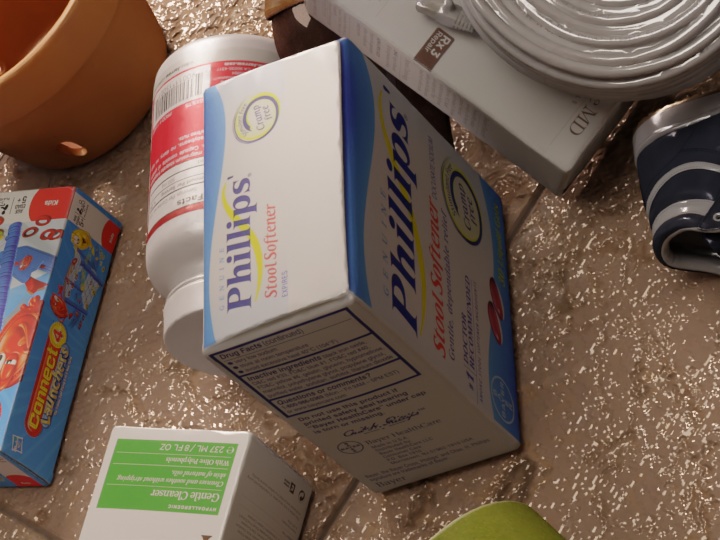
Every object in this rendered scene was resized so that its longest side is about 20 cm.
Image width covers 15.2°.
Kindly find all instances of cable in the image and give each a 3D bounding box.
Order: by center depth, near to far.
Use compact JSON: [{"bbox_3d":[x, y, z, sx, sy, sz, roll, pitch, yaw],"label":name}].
[{"bbox_3d":[0.147,-0.198,1.549,0.200,0.069,0.200,31,90,11],"label":"cable"}]

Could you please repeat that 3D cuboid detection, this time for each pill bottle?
[{"bbox_3d":[-0.079,-0.040,1.704,0.112,0.112,0.200,-17,54,25],"label":"pill bottle"}]

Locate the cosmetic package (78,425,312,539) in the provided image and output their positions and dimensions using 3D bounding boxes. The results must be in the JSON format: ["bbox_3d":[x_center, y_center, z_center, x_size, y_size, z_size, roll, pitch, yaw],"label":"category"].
[{"bbox_3d":[-0.112,0.200,1.594,0.108,0.085,0.200,-1,61,30],"label":"cosmetic package"}]

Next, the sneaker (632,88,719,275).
[{"bbox_3d":[0.247,-0.064,1.529,0.200,0.070,0.109,-23,47,29],"label":"sneaker"}]

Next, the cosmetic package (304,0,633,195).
[{"bbox_3d":[0.072,-0.146,1.629,0.200,0.074,0.102,35,81,7],"label":"cosmetic package"}]

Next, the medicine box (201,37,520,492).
[{"bbox_3d":[0.000,0.000,1.566,0.103,0.200,0.182,-19,54,23],"label":"medicine box"}]

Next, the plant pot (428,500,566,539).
[{"bbox_3d":[0.107,0.248,1.372,0.200,0.187,0.187,33,83,30],"label":"plant pot"}]

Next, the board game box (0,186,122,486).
[{"bbox_3d":[-0.277,0.047,1.819,0.200,0.056,0.196,-4,60,32],"label":"board game box"}]

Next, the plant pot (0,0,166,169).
[{"bbox_3d":[-0.226,-0.162,1.860,0.200,0.140,0.200,-17,54,25],"label":"plant pot"}]

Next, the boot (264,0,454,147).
[{"bbox_3d":[0.038,-0.151,1.721,0.072,0.200,0.166,151,106,-67],"label":"boot"}]
